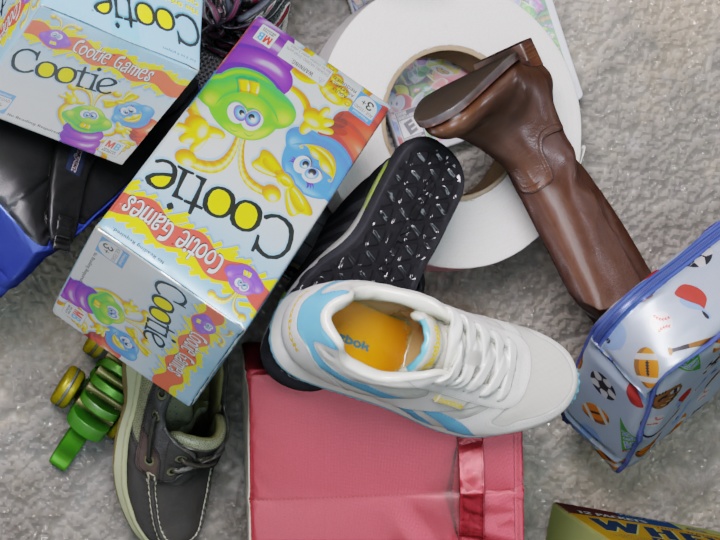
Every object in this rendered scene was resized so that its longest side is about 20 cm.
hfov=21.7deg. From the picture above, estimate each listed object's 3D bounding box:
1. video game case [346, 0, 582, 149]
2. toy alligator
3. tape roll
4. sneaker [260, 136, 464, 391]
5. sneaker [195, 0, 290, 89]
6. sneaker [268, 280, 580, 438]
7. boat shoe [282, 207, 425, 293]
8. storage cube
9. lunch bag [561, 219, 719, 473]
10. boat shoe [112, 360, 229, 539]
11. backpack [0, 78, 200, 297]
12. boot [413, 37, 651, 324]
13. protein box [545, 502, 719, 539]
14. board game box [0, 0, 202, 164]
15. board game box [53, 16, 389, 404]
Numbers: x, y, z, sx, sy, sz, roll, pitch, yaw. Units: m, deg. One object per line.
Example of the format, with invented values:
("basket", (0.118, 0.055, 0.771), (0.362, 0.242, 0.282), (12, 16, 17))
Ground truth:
("video game case", (0.063, -0.196, 1.347), (0.142, 0.018, 0.201), (-20, 96, -7))
("toy alligator", (-0.157, 0.055, 1.307), (0.059, 0.054, 0.201), (34, 88, -10))
("tape roll", (0.059, -0.100, 1.304), (0.201, 0.037, 0.204), (2, 86, -21))
("sneaker", (0.000, 0.000, 1.212), (0.072, 0.083, 0.200), (43, 66, -12))
("sneaker", (-0.086, -0.179, 1.250), (0.080, 0.201, 0.075), (16, 49, -3))
("sneaker", (0.048, 0.055, 1.134), (0.199, 0.081, 0.077), (12, 79, -22))
("boat shoe", (-0.037, -0.028, 1.316), (0.199, 0.066, 0.075), (37, 85, -10))
("storage cube", (0.010, 0.136, 1.272), (0.178, 0.200, 0.172), (-1, 94, -4))
("lunch bag", (0.220, 0.049, 1.300), (0.160, 0.200, 0.076), (-38, 73, -21))
("boat shoe", (-0.123, 0.107, 1.282), (0.072, 0.066, 0.202), (-18, 119, -41))
("backpack", (-0.220, -0.099, 1.235), (0.163, 0.167, 0.200), (52, 51, -10))
("boot", (0.120, -0.043, 1.231), (0.064, 0.186, 0.201), (-21, 98, 30))
("protein box", (0.204, 0.286, 1.310), (0.134, 0.199, 0.202), (10, 92, -10))
("board game box", (-0.161, -0.185, 1.147), (0.104, 0.103, 0.201), (21, 48, -26))
("board game box", (-0.083, -0.039, 1.146), (0.103, 0.105, 0.200), (34, 52, -3))
